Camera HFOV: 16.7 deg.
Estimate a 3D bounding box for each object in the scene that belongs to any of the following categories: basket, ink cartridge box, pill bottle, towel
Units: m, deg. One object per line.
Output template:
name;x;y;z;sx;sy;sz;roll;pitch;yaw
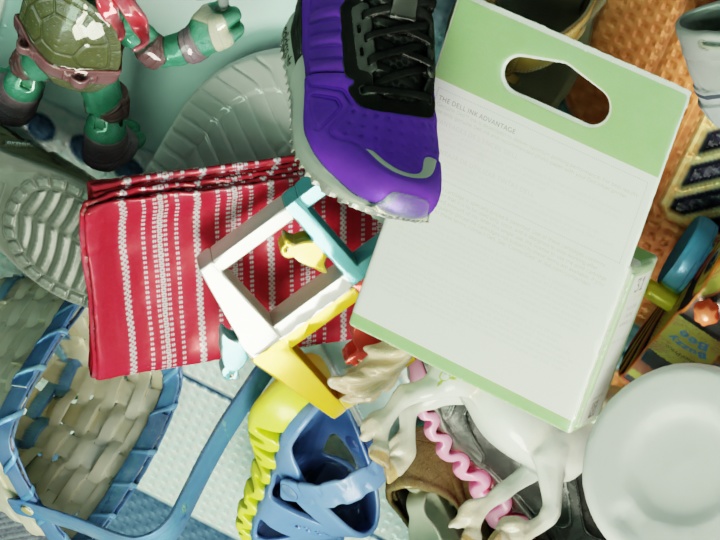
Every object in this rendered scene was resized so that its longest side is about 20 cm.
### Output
basket;-0.158;0.083;1.514;0.200;0.176;0.139;7;141;36
ink cartridge box;0.090;-0.032;1.315;0.145;0.048;0.200;26;109;22
pill bottle;0.205;0.130;1.354;0.114;0.114;0.200;0;163;25
towel;-0.064;-0.003;1.422;0.200;0.022;0.145;-8;131;-14

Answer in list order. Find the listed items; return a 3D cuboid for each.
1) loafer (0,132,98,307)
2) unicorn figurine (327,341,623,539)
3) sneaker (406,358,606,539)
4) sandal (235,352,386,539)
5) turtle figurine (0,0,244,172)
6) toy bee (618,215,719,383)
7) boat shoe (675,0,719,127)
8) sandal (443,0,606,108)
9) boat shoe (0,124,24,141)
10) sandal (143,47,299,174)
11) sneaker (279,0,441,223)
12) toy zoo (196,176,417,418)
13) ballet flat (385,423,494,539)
loafer;-0.194;-0.046;1.449;0.200;0.070;0.075;31;115;1
unicorn figurine;0.090;0.093;1.399;0.200;0.137;0.074;44;166;-16
sneaker;0.101;0.102;1.479;0.095;0.079;0.200;-30;109;14
sandal;-0.025;0.140;1.516;0.087;0.079;0.200;38;154;21
turtle figurine;-0.153;-0.145;1.394;0.150;0.101;0.200;41;143;11
toy bee;0.188;0.013;1.340;0.131;0.109;0.200;16;129;14
boat shoe;0.247;-0.125;1.237;0.200;0.074;0.067;-18;117;34
sandal;0.098;-0.146;1.304;0.080;0.054;0.200;33;130;0
boat shoe;-0.274;-0.067;1.517;0.202;0.075;0.075;33;130;0
sandal;-0.081;-0.061;1.452;0.082;0.050;0.203;50;118;6
sneaker;0.008;-0.113;1.290;0.070;0.200;0.100;12;126;-24
toy zoo;0.000;0.000;1.399;0.200;0.020;0.131;-37;118;9
ballet flat;0.070;0.190;1.541;0.068;0.072;0.200;-14;116;33
